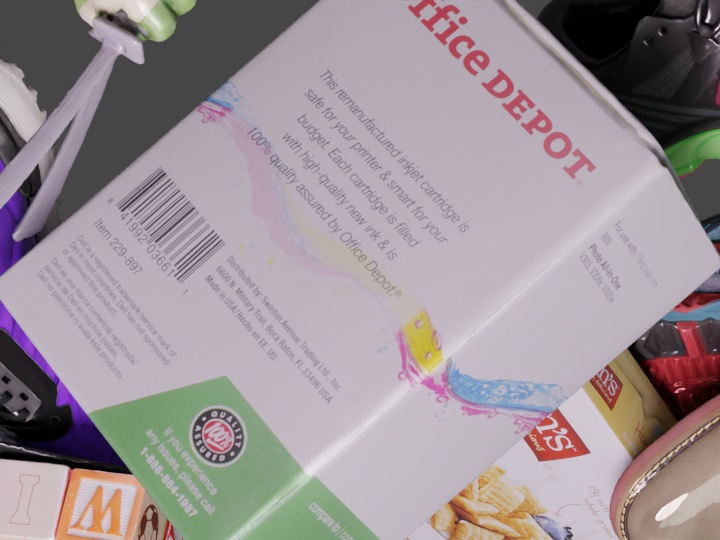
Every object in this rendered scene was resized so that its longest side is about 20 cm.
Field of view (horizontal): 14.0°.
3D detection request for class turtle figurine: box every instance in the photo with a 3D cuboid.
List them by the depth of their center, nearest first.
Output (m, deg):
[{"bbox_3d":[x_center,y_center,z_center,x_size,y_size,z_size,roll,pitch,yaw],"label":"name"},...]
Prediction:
[{"bbox_3d":[-0.058,-0.099,0.977,0.194,0.200,0.144,-18,158,2],"label":"turtle figurine"}]

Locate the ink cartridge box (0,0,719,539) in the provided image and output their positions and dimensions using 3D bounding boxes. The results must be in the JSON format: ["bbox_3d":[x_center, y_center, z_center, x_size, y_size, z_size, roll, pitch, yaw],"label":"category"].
[{"bbox_3d":[0.000,0.000,1.005,0.200,0.145,0.088,-42,147,1],"label":"ink cartridge box"}]

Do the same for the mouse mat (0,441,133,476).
[{"bbox_3d":[-0.098,0.098,1.118,0.200,0.008,0.161,11,159,0],"label":"mouse mat"}]

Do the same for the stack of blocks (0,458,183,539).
[{"bbox_3d":[-0.162,0.111,1.096,0.200,0.059,0.115,6,158,17],"label":"stack of blocks"}]

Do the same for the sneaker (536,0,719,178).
[{"bbox_3d":[0.139,-0.089,1.012,0.200,0.077,0.084,-21,115,38],"label":"sneaker"}]

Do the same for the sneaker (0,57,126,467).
[{"bbox_3d":[-0.141,0.026,1.070,0.069,0.100,0.200,-1,126,29],"label":"sneaker"}]

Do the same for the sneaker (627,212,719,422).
[{"bbox_3d":[0.166,0.003,1.089,0.200,0.096,0.079,-4,137,14],"label":"sneaker"}]

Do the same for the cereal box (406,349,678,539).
[{"bbox_3d":[0.032,0.078,1.117,0.200,0.040,0.144,-10,130,38],"label":"cereal box"}]

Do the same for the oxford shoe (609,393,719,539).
[{"bbox_3d":[0.187,0.070,1.020,0.200,0.075,0.071,-18,133,3],"label":"oxford shoe"}]
